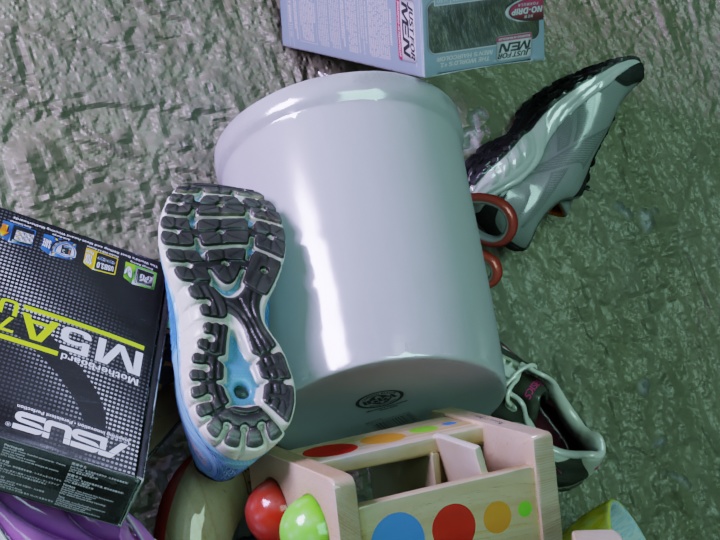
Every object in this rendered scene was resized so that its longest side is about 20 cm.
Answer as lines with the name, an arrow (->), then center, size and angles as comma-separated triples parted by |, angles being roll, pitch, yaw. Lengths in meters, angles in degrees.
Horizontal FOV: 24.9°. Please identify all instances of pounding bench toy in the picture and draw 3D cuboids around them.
pounding bench toy -> 0.035, 0.161, 0.911 | 0.155, 0.200, 0.125 | -9, 96, -25

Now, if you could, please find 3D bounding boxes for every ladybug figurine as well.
ladybug figurine -> -0.077, 0.197, 1.020 | 0.135, 0.072, 0.201 | -10, 90, -52

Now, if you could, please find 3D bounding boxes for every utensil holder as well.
utensil holder -> 0.000, 0.000, 1.061 | 0.169, 0.170, 0.201 | 4, 59, -24

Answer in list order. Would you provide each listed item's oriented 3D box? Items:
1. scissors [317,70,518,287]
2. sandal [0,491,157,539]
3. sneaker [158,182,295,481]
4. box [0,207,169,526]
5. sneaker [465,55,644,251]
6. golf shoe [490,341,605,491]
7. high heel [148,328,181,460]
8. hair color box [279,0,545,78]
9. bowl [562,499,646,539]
scissors -> 0.031, -0.064, 1.201 | 0.200, 0.073, 0.014 | 37, 30, 13
sandal -> -0.151, 0.154, 0.907 | 0.202, 0.050, 0.083 | 40, 46, -4
sneaker -> -0.090, 0.035, 0.975 | 0.078, 0.090, 0.201 | 8, 53, -17
box -> -0.212, 0.038, 0.933 | 0.199, 0.048, 0.194 | 20, 32, -13
sneaker -> 0.152, -0.093, 1.249 | 0.200, 0.074, 0.079 | -44, 104, -24
golf shoe -> 0.092, 0.074, 1.150 | 0.200, 0.088, 0.077 | 42, 62, -4
high heel -> -0.134, 0.122, 0.989 | 0.142, 0.072, 0.201 | -14, 53, -7
hair color box -> 0.031, -0.180, 1.139 | 0.099, 0.200, 0.061 | -12, 109, -28
bowl -> 0.160, 0.266, 1.094 | 0.107, 0.200, 0.201 | -25, 83, 14
